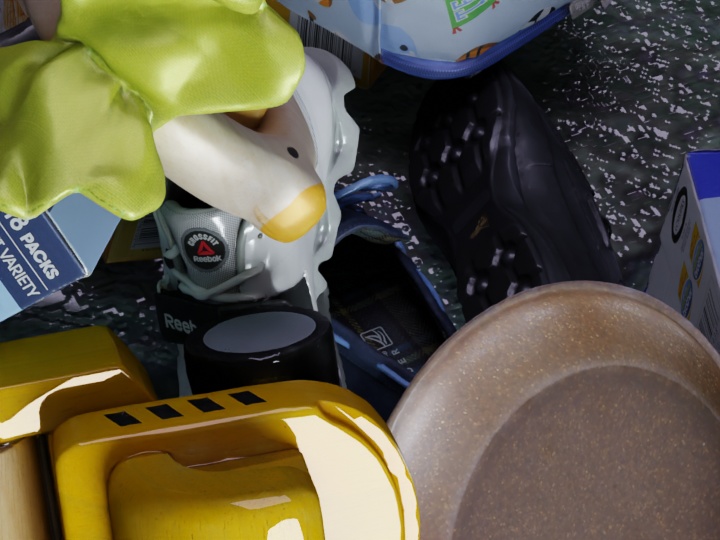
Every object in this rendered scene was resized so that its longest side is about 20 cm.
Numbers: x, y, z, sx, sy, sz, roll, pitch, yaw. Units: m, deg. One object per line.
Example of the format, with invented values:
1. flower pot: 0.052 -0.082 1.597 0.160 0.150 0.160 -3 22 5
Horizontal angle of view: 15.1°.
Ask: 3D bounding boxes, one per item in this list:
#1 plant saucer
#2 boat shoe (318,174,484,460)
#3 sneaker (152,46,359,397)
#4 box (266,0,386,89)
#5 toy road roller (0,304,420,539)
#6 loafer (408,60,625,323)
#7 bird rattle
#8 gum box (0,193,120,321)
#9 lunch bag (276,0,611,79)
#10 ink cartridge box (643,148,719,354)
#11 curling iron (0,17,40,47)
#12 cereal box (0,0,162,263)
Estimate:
1. plant saucer: 0.078 0.105 0.995 0.037 0.200 0.201 16 36 -45
2. boat shoe: 0.000 0.000 1.126 0.084 0.069 0.200 -30 58 -27
3. sneaker: -0.051 0.006 1.056 0.074 0.088 0.201 -1 84 27
4. box: 0.002 -0.181 1.300 0.119 0.042 0.200 25 54 16
5. toy road roller: -0.078 0.096 0.963 0.199 0.124 0.146 -9 18 -7
6. loafer: 0.070 -0.018 1.159 0.070 0.068 0.201 29 29 -33
7. bird rattle: -0.085 -0.081 0.959 0.113 0.163 0.200 -46 39 8
8. gum box: -0.171 -0.008 1.023 0.199 0.045 0.170 -28 18 21
9. lunch bag: 0.029 -0.169 1.210 0.200 0.076 0.160 34 53 31
10. ink cartridge box: 0.159 0.046 1.057 0.076 0.137 0.201 -2 50 -11
11. curling iron: -0.206 -0.053 1.087 0.199 0.026 0.050 -30 14 12
12. cereal box: -0.116 -0.121 1.158 0.039 0.144 0.200 -7 44 -30
